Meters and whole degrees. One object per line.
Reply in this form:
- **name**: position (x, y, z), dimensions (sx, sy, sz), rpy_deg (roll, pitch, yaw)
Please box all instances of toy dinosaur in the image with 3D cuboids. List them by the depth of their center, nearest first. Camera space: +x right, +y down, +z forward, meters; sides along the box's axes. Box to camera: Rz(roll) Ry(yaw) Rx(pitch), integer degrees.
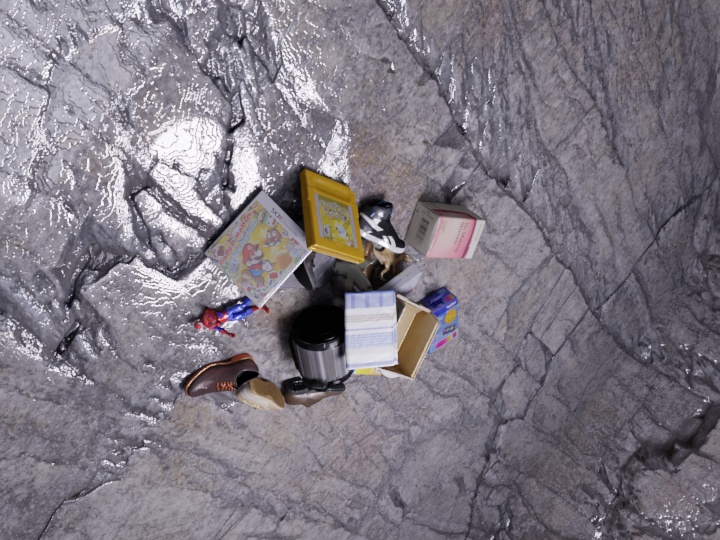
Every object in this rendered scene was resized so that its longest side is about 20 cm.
- **toy dinosaur**: position (0.069, -0.025, 1.799), dimensions (0.198, 0.057, 0.104), rpy_deg (12, 95, -51)

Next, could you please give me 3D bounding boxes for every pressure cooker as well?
- **pressure cooker**: position (-0.097, 0.221, 1.722), dimensions (0.174, 0.178, 0.204), rpy_deg (-28, 132, -25)

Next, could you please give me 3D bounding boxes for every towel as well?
- **towel**: position (0.027, 0.152, 1.621), dimensions (0.143, 0.024, 0.206), rpy_deg (-4, 97, -16)

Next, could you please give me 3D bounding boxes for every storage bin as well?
- **storage bin**: position (0.110, 0.181, 1.758), dimensions (0.198, 0.093, 0.202), rpy_deg (26, 91, -50)

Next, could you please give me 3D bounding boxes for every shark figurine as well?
- **shark figurine**: position (0.002, 0.059, 1.689), dimensions (0.125, 0.218, 0.090), rpy_deg (-22, 163, -7)

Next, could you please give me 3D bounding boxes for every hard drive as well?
- **hard drive**: position (-0.155, -0.023, 1.611), dimensions (0.196, 0.042, 0.138), rpy_deg (1, 117, -39)

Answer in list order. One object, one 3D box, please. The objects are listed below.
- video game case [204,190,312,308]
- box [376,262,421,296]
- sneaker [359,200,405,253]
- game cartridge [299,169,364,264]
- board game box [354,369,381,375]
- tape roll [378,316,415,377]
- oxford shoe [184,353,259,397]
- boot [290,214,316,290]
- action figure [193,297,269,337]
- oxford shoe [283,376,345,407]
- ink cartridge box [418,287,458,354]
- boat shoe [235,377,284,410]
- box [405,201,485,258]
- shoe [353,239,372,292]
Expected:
- **video game case**: position (-0.231, -0.050, 1.463), dimensions (0.182, 0.023, 0.200), rpy_deg (43, 87, -3)
- **box**: position (0.081, 0.074, 1.818), dimensions (0.198, 0.041, 0.156), rpy_deg (-36, 166, -14)
- **sneaker**: position (0.075, -0.124, 1.711), dimensions (0.198, 0.073, 0.113), rpy_deg (20, 106, -43)
- **game cartridge**: position (-0.067, -0.129, 1.522), dimensions (0.032, 0.205, 0.174), rpy_deg (-24, 153, 38)
- **board game box**: position (0.014, 0.243, 1.926), dimensions (0.197, 0.040, 0.156), rpy_deg (10, 110, -43)
- **tape roll**: position (0.110, 0.219, 1.908), dimensions (0.199, 0.070, 0.207), rpy_deg (-20, 123, -33)
- **oxford shoe**: position (-0.355, 0.280, 1.624), dimensions (0.197, 0.072, 0.073), rpy_deg (-23, 130, -26)
- **boot**: position (-0.098, -0.072, 1.554), dimensions (0.172, 0.069, 0.205), rpy_deg (-25, 103, -35)
- **action figure**: position (-0.307, 0.120, 1.545), dimensions (0.196, 0.099, 0.067), rpy_deg (-16, 126, -28)
- **oxford shoe**: position (-0.138, 0.360, 1.863), dimensions (0.195, 0.073, 0.086), rpy_deg (2, 120, -26)
- **ink cartridge box**: position (0.245, 0.151, 2.033), dimensions (0.135, 0.076, 0.204), rpy_deg (-28, 130, -22)
- **boat shoe**: position (-0.278, 0.349, 1.742), dimensions (0.068, 0.075, 0.200), rpy_deg (-26, 147, 11)
- **box**: position (0.247, -0.116, 1.833), dimensions (0.196, 0.109, 0.131), rpy_deg (0, 117, -39)
- **shoe**: position (0.000, 0.000, 1.753), dimensions (0.070, 0.052, 0.204), rpy_deg (-66, 164, -54)
